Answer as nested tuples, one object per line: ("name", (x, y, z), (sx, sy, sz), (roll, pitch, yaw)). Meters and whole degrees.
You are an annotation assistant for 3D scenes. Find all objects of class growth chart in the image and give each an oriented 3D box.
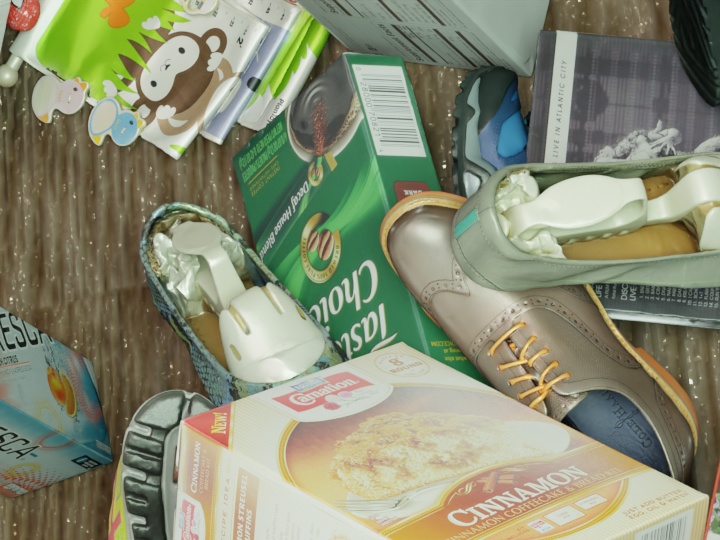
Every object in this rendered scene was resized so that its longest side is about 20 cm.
("growth chart", (-0.107, -0.133, 1.705), (0.199, 0.018, 0.145), (20, 83, 27))

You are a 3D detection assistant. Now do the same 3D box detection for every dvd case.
("dvd case", (0.182, -0.043, 1.521), (0.199, 0.016, 0.149), (5, 74, 3))

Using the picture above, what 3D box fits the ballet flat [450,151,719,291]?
("ballet flat", (0.143, -0.026, 1.449), (0.199, 0.064, 0.068), (-6, 68, -18))

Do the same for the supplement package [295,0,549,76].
("supplement package", (0.039, -0.226, 1.594), (0.110, 0.156, 0.201), (8, 78, 25))

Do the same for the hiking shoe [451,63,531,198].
("hiking shoe", (0.099, -0.013, 1.561), (0.086, 0.074, 0.201), (-11, 79, 8))

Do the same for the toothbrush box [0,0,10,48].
("toothbrush box", (-0.298, -0.150, 1.710), (0.200, 0.086, 0.146), (45, 137, 26))

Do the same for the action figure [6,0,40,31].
("action figure", (-0.244, -0.216, 1.756), (0.200, 0.065, 0.099), (40, 104, 27))

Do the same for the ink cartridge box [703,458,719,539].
("ink cartridge box", (0.189, 0.118, 1.390), (0.050, 0.200, 0.109), (13, 96, 17))

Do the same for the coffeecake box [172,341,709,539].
("coffeecake box", (0.035, 0.117, 1.393), (0.200, 0.153, 0.073), (25, 121, 38))

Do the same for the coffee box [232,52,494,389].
("coffee box", (0.000, 0.000, 1.573), (0.123, 0.044, 0.201), (-39, 59, 46))

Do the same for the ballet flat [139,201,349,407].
("ballet flat", (-0.062, 0.026, 1.553), (0.074, 0.074, 0.200), (-51, 43, 2))

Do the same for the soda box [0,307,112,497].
("soda box", (-0.206, 0.061, 1.583), (0.068, 0.200, 0.064), (-20, 68, 14))

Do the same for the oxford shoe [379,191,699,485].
("oxford shoe", (0.090, 0.038, 1.468), (0.200, 0.073, 0.071), (39, 109, -7))

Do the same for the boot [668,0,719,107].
("boot", (0.229, -0.184, 1.463), (0.168, 0.201, 0.077), (-25, 47, -7))

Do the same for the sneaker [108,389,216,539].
("sneaker", (-0.101, 0.157, 1.589), (0.078, 0.090, 0.201), (9, 97, -7))
